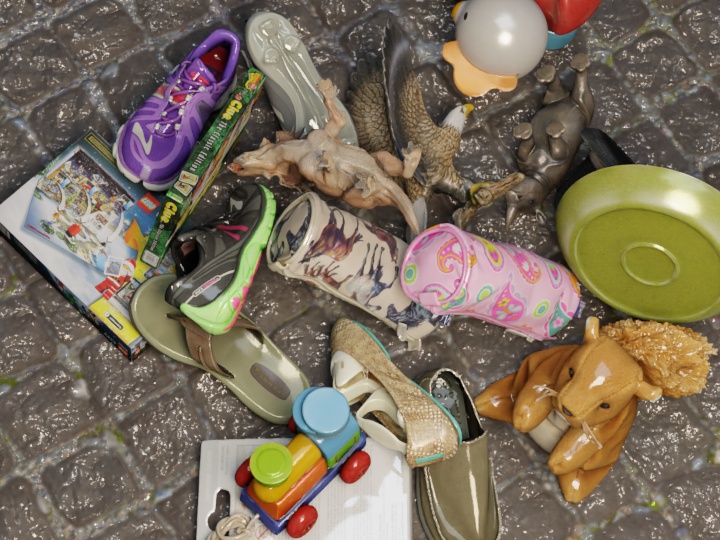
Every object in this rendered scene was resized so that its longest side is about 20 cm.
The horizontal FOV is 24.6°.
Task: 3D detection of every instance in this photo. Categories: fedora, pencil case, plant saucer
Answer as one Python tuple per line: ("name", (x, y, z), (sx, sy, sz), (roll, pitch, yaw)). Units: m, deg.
("fedora", (0.261, -0.042, 1.642), (0.091, 0.200, 0.201), (-40, 73, 15))
("pencil case", (0.000, 0.000, 1.564), (0.199, 0.078, 0.090), (27, 60, -34))
("pencil case", (0.127, 0.014, 1.568), (0.199, 0.087, 0.088), (17, 55, -48))
("plant saucer", (0.273, -0.014, 1.543), (0.199, 0.201, 0.031), (24, 53, 4))

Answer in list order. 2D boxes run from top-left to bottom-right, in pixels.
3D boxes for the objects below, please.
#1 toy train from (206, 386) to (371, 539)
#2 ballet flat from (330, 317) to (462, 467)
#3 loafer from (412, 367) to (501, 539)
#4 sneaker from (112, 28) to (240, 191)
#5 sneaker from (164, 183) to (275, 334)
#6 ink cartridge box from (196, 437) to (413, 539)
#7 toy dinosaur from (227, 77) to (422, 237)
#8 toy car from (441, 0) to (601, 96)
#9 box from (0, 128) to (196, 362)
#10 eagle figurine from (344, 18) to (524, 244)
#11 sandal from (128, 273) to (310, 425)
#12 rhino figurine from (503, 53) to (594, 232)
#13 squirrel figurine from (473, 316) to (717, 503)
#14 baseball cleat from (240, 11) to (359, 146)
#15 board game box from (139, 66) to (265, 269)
("toy train", (-0.080, 0.190, 1.462), (0.085, 0.116, 0.200), (41, 73, 17))
("ballet flat", (0.013, 0.113, 1.540), (0.065, 0.071, 0.200), (-25, 42, -25))
("loafer", (0.086, 0.181, 1.550), (0.075, 0.070, 0.201), (-11, 68, -11))
("sneaker", (-0.181, -0.168, 1.648), (0.080, 0.084, 0.201), (28, 58, -4))
("sneaker", (-0.133, -0.026, 1.558), (0.083, 0.077, 0.201), (23, 36, -5))
("ink cartridge box", (-0.050, 0.238, 1.531), (0.198, 0.047, 0.161), (-1, 67, 3))
("toy dinosaur", (-0.017, -0.094, 1.589), (0.199, 0.136, 0.086), (32, 66, -1))
("toy car", (0.139, -0.269, 1.688), (0.176, 0.185, 0.201), (30, 67, 7))
("box", (-0.244, -0.027, 1.619), (0.200, 0.038, 0.137), (43, 67, 12))
("eagle figurine", (0.057, -0.133, 1.648), (0.200, 0.152, 0.151), (43, 31, -5))
("sandal", (-0.126, 0.068, 1.562), (0.200, 0.057, 0.080), (35, 73, -7))
("rhino figurine", (0.188, -0.121, 1.686), (0.059, 0.088, 0.201), (14, 64, 23))
("squirrel figurine", (0.228, 0.098, 1.538), (0.199, 0.187, 0.142), (-34, 74, -19))
("baseball cleat", (-0.060, -0.173, 1.690), (0.069, 0.106, 0.201), (-25, 101, -9))
("board game box", (-0.151, -0.100, 1.596), (0.023, 0.105, 0.201), (30, 49, -3))
